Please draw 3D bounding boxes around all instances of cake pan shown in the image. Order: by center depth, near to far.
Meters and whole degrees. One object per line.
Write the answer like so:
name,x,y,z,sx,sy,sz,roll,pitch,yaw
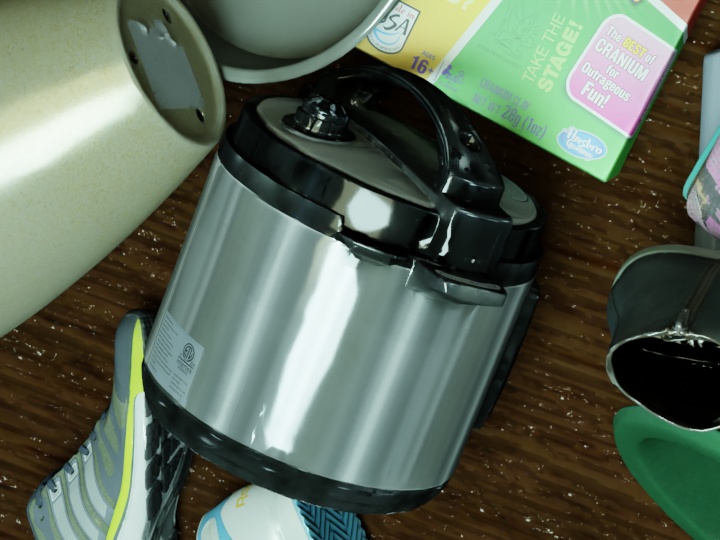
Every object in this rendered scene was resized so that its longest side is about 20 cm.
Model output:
cake pan,-0.043,-0.195,1.090,0.199,0.037,0.201,1,92,29

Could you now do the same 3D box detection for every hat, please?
hat,0.249,0.068,1.041,0.200,0.166,0.176,44,74,-17

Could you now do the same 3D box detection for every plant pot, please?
plant pot,-0.174,-0.065,1.082,0.199,0.187,0.188,-22,93,24

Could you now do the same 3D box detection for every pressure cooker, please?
pressure cooker,-0.002,0.000,1.061,0.175,0.179,0.201,24,105,14

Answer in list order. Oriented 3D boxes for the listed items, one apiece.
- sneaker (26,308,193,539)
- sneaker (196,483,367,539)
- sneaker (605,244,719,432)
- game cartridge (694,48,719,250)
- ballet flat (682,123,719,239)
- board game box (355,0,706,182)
sneaker,-0.142,0.117,1.177,0.081,0.074,0.201,13,101,16
sneaker,-0.023,0.209,1.162,0.081,0.076,0.201,-21,87,26
sneaker,0.209,0.040,0.966,0.199,0.106,0.075,2,111,11
game cartridge,0.266,-0.056,1.052,0.199,0.040,0.134,3,96,15
ballet flat,0.213,-0.095,0.990,0.071,0.069,0.201,35,122,30
board game box,0.106,-0.169,1.074,0.153,0.040,0.201,28,105,9
